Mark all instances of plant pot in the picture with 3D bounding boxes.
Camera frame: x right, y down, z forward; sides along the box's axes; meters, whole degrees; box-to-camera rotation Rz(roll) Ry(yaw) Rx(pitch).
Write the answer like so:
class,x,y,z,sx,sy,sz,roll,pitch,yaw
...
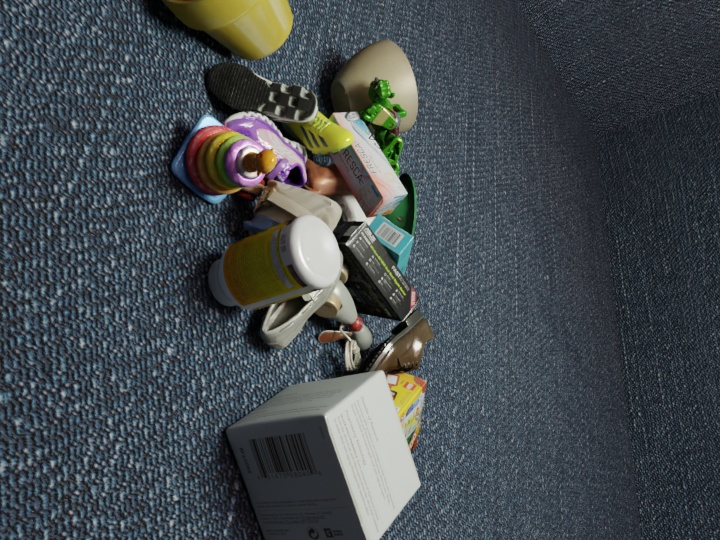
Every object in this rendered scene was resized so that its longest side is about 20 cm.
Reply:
class,x,y,z,sx,sy,sz,roll,pitch,yaw
plant pot,-0.212,-0.467,1.116,0.189,0.198,0.203,42,41,-61
plant pot,0.015,-0.379,1.424,0.133,0.200,0.202,-22,95,-22

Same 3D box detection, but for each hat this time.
class,x,y,z,sx,sy,sz,roll,pitch,yaw
hat,0.012,-0.141,1.415,0.174,0.166,0.202,4,67,-18

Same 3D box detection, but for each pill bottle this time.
class,x,y,z,sx,sy,sz,roll,pitch,yaw
pill bottle,-0.135,-0.005,0.994,0.109,0.198,0.111,28,53,-47

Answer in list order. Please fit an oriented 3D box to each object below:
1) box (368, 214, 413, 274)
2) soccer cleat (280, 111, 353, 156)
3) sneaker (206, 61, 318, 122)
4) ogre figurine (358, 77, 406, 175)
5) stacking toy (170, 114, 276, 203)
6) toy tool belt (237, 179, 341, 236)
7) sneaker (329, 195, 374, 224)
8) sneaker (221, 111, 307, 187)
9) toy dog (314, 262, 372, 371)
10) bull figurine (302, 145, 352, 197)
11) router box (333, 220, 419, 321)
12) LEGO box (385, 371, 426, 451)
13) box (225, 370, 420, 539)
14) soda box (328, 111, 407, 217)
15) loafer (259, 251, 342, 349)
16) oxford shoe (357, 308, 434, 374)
class,x,y,z,sx,sy,sz,roll,pitch,yaw
box,0.045,-0.020,1.270,0.082,0.201,0.049,34,66,14
soccer cleat,-0.087,-0.265,1.205,0.064,0.199,0.084,-30,128,-25
sneaker,-0.169,-0.297,1.149,0.089,0.198,0.075,36,75,-89
ogre figurine,0.047,-0.293,1.316,0.201,0.097,0.120,57,13,-34
stacking toy,-0.181,-0.163,0.988,0.110,0.199,0.117,39,72,-38
toy tool belt,-0.134,-0.078,1.085,0.124,0.198,0.125,-71,160,-2
sneaker,-0.007,-0.076,1.340,0.201,0.073,0.116,54,38,-10
sneaker,-0.158,-0.197,1.142,0.199,0.080,0.089,25,41,-49
toy dog,-0.053,0.078,1.205,0.132,0.095,0.202,-53,134,-54
bull figurine,-0.034,-0.186,1.291,0.198,0.065,0.122,-6,52,-40
router box,0.000,0.000,1.230,0.062,0.149,0.201,-49,120,-24
LEGO box,0.037,0.291,1.171,0.200,0.076,0.151,-36,137,-55
box,-0.052,0.280,0.990,0.171,0.197,0.202,-28,100,-57
soda box,0.004,-0.198,1.231,0.068,0.064,0.201,-14,68,-41
loafer,-0.095,0.037,1.085,0.201,0.069,0.070,-58,161,-18
oxford shoe,0.070,0.156,1.200,0.200,0.073,0.085,-39,90,-32
